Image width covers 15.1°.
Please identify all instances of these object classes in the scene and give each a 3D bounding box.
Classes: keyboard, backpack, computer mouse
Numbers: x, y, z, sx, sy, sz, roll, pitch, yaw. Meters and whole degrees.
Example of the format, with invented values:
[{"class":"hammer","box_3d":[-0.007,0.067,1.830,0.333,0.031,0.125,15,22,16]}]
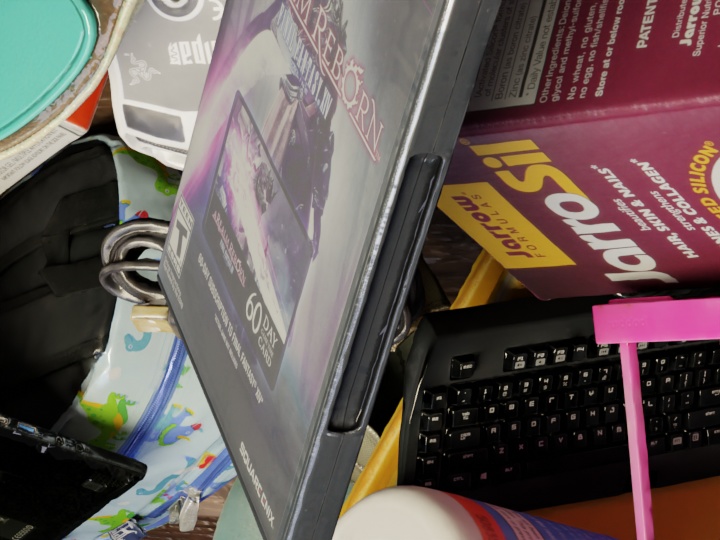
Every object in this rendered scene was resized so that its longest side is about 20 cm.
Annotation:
[{"class":"keyboard","box_3d":[0.106,0.032,0.934,0.200,0.104,0.040,-9,-160,-29]},{"class":"backpack","box_3d":[-0.100,0.027,1.067,0.153,0.163,0.200,11,150,-12]},{"class":"computer mouse","box_3d":[-0.044,-0.067,0.873,0.109,0.044,0.200,2,120,19]}]

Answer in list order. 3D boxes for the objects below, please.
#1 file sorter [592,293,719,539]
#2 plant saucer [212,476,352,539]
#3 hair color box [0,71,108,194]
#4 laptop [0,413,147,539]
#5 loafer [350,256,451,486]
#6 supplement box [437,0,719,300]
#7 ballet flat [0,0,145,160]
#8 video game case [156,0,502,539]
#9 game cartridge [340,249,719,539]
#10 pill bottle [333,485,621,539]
[{"class":"file sorter","box_3d":[0.197,0.063,0.864,0.200,0.126,0.139,-4,179,-39]},{"class":"plant saucer","box_3d":[0.034,0.139,1.069,0.201,0.201,0.039,26,142,-23]},{"class":"hair color box","box_3d":[-0.194,-0.098,0.943,0.200,0.064,0.111,26,155,-20]},{"class":"laptop","box_3d":[-0.201,0.035,1.019,0.200,0.103,0.177,21,146,-24]},{"class":"loafer","box_3d":[0.000,0.000,0.963,0.070,0.075,0.200,21,143,44]},{"class":"supplement box","box_3d":[0.116,-0.057,0.818,0.200,0.086,0.110,-5,149,38]},{"class":"ballet flat","box_3d":[-0.074,-0.101,0.800,0.067,0.062,0.200,52,130,9]},{"class":"video game case","box_3d":[-0.015,-0.035,0.780,0.019,0.143,0.200,0,127,-22]},{"class":"game cartridge","box_3d":[0.106,0.065,0.986,0.200,0.177,0.032,33,174,-33]},{"class":"pill bottle","box_3d":[0.082,0.146,0.905,0.200,0.112,0.112,17,158,-30]}]
